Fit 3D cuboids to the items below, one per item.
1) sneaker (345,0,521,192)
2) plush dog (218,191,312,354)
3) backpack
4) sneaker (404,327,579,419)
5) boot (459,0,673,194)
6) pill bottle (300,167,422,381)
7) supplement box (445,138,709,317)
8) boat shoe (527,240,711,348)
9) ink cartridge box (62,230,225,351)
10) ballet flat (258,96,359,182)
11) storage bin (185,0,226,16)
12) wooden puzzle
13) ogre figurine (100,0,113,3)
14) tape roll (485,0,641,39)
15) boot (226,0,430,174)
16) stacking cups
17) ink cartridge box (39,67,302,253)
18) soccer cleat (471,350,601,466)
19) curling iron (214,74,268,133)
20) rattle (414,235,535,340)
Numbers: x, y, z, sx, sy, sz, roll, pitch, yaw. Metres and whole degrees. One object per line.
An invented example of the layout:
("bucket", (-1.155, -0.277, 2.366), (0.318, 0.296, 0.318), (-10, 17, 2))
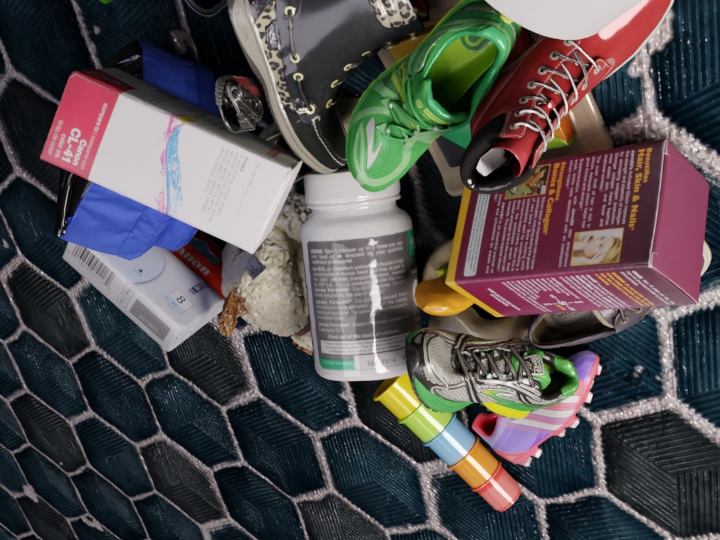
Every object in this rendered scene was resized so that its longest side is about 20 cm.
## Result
("sneaker", (0.049, -0.139, 0.855), (0.074, 0.084, 0.200), (34, 121, -11))
("plush dog", (-0.061, 0.031, 1.164), (0.171, 0.161, 0.200), (30, 145, -22))
("backpack", (-0.219, -0.133, 1.122), (0.167, 0.163, 0.200), (13, 130, -30))
("sneaker", (0.120, 0.086, 0.971), (0.085, 0.199, 0.079), (-27, 62, 44))
("boot", (0.154, -0.141, 0.791), (0.072, 0.145, 0.200), (40, 122, -12))
("pill bottle", (0.000, 0.000, 1.049), (0.112, 0.113, 0.202), (1, 100, 39))
("supplement box", (0.182, -0.030, 0.898), (0.199, 0.111, 0.085), (-6, 154, 42))
("boat shoe", (0.228, 0.024, 0.958), (0.072, 0.065, 0.200), (50, 140, -7))
("ink cartridge box", (-0.215, -0.013, 1.207), (0.160, 0.200, 0.047), (40, 123, 5))
("ballet flat", (-0.063, -0.125, 1.077), (0.199, 0.062, 0.068), (-22, 108, 48))
("storage bin", (-0.097, -0.328, 0.909), (0.199, 0.094, 0.136), (-22, 108, 47))
("wooden puzzle", (0.104, -0.162, 0.925), (0.184, 0.037, 0.201), (-7, 119, 43))
("ogre figurine", (-0.288, -0.373, 1.029), (0.119, 0.099, 0.201), (17, 146, 13))
("tape roll", (0.144, -0.269, 0.673), (0.203, 0.203, 0.139), (50, 141, -7))
("boot", (-0.008, -0.179, 0.911), (0.153, 0.074, 0.204), (-13, 130, 19))
("stacking cups", (0.105, 0.193, 1.214), (0.200, 0.061, 0.060), (44, 140, -2))
("ink cartridge box", (-0.160, -0.101, 0.939), (0.199, 0.148, 0.086), (26, 100, -3))
("soccer cleat", (0.180, 0.138, 1.094), (0.076, 0.067, 0.200), (29, 143, 2))
("curling iron", (-0.082, -0.153, 0.964), (0.025, 0.200, 0.050), (-10, 96, 19))
("rattle", (0.096, 0.071, 1.059), (0.129, 0.143, 0.201), (21, 132, -2))
